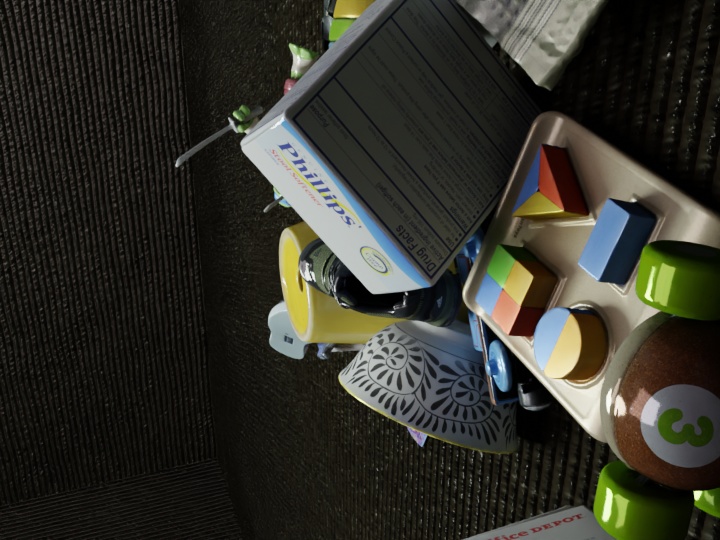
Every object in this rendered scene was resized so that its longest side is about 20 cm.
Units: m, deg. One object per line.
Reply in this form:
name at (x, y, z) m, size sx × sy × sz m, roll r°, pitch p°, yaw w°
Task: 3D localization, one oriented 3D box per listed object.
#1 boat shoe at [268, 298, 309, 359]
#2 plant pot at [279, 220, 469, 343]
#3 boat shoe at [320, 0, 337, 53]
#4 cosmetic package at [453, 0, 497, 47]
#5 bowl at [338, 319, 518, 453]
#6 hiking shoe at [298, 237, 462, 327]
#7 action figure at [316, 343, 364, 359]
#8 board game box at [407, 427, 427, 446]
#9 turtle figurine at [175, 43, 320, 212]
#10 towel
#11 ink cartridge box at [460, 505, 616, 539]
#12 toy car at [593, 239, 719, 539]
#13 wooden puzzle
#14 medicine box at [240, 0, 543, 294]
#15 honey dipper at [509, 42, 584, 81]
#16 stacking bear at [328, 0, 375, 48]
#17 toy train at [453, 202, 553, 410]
boat shoe at (-0.077, 0.046, 1.245) m, size 0.200 × 0.070 × 0.092 m, roll 124°, pitch 168°, yaw -70°
plant pot at (0.012, 0.001, 1.096) m, size 0.200 × 0.186 × 0.204 m, roll 171°, pitch 90°, yaw -72°
boat shoe at (-0.014, -0.293, 1.183) m, size 0.200 × 0.073 × 0.067 m, roll 108°, pitch 166°, yaw -66°
cosmetic package at (0.098, -0.274, 0.847) m, size 0.200 × 0.080 × 0.115 m, roll 130°, pitch 129°, yaw -69°
bowl at (0.085, 0.101, 0.979) m, size 0.095 × 0.198 × 0.201 m, roll -70°, pitch 23°, yaw 7°
hiking shoe at (0.000, 0.000, 0.925) m, size 0.198 × 0.100 × 0.077 m, roll 14°, pitch 91°, yaw 41°
action figure at (0.011, 0.042, 1.316) m, size 0.202 × 0.104 × 0.193 m, roll -63°, pitch 14°, yaw -5°
board game box at (0.054, 0.140, 1.279) m, size 0.201 × 0.038 × 0.159 m, roll 105°, pitch 151°, yaw -52°
turtle figurine at (-0.085, -0.170, 1.164) m, size 0.144 × 0.198 × 0.196 m, roll 35°, pitch 108°, yaw 48°
towel at (0.133, -0.262, 0.677) m, size 0.193 × 0.034 × 0.201 m, roll 54°, pitch 127°, yaw 29°
ink cartridge box at (0.176, 0.283, 0.779) m, size 0.200 × 0.144 × 0.086 m, roll -153°, pitch 53°, yaw -70°
toy car at (0.240, 0.088, 0.493) m, size 0.199 × 0.156 × 0.167 m, roll 29°, pitch 117°, yaw 55°
wooden puzzle at (0.158, -0.002, 0.721) m, size 0.200 × 0.046 × 0.187 m, roll 46°, pitch 123°, yaw 47°
medicine box at (0.034, -0.115, 0.812) m, size 0.182 × 0.200 × 0.103 m, roll 47°, pitch 157°, yaw -16°
honey dipper at (0.140, -0.173, 0.850) m, size 0.200 × 0.037 × 0.039 m, roll 149°, pitch 111°, yaw -76°
stacking bear at (0.018, -0.285, 1.072) m, size 0.114 × 0.119 × 0.203 m, roll -128°, pitch 41°, yaw -75°
toy train at (0.138, 0.026, 0.883) m, size 0.114 × 0.085 × 0.203 m, roll 180°, pitch 79°, yaw -82°
